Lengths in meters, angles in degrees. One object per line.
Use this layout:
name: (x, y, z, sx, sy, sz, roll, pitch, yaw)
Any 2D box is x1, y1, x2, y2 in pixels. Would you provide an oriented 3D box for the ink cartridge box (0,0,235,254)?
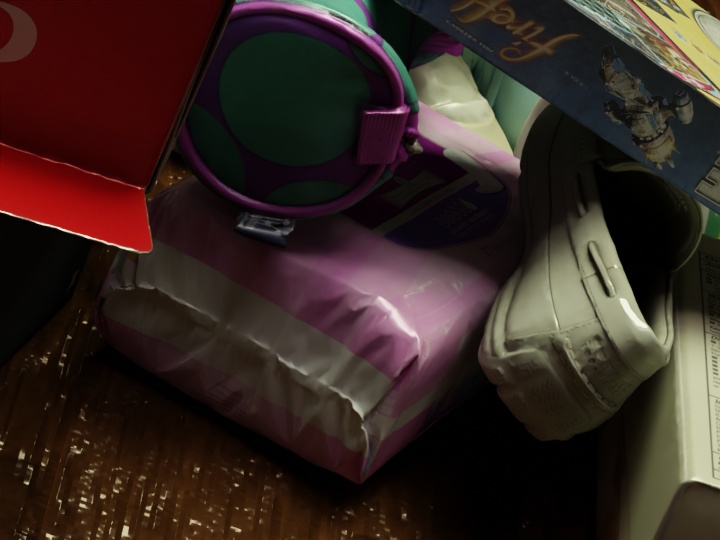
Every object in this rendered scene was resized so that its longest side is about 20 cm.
ink cartridge box: (-0.145, -0.103, 0.803, 0.200, 0.084, 0.176, 16, 26, -18)

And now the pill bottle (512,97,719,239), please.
pill bottle: (0.173, -0.033, 1.151, 0.200, 0.113, 0.113, 2, 32, -39)

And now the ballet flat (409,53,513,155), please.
ballet flat: (0.003, -0.093, 1.181, 0.200, 0.070, 0.069, 35, 27, 22)

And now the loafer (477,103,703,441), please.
loafer: (0.095, -0.014, 0.953, 0.070, 0.070, 0.200, 50, 31, -24)

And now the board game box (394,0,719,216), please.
board game box: (0.089, -0.086, 0.948, 0.200, 0.035, 0.136, 32, 20, -22)

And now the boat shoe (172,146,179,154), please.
boat shoe: (-0.099, -0.102, 1.107, 0.200, 0.067, 0.074, 22, 25, -3)

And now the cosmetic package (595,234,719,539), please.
cosmetic package: (0.144, 0.076, 0.942, 0.103, 0.087, 0.200, 21, 26, -3)

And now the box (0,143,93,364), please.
box: (-0.190, -0.041, 0.864, 0.182, 0.104, 0.200, 27, 25, 4)

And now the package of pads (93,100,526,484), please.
package of pads: (0.000, 0.000, 0.981, 0.120, 0.076, 0.200, 31, 26, 14)

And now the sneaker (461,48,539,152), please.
sneaker: (0.037, -0.104, 1.231, 0.082, 0.074, 0.200, 6, 19, -33)

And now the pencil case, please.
pencil case: (-0.010, -0.084, 0.952, 0.092, 0.085, 0.200, 26, 23, -1)
